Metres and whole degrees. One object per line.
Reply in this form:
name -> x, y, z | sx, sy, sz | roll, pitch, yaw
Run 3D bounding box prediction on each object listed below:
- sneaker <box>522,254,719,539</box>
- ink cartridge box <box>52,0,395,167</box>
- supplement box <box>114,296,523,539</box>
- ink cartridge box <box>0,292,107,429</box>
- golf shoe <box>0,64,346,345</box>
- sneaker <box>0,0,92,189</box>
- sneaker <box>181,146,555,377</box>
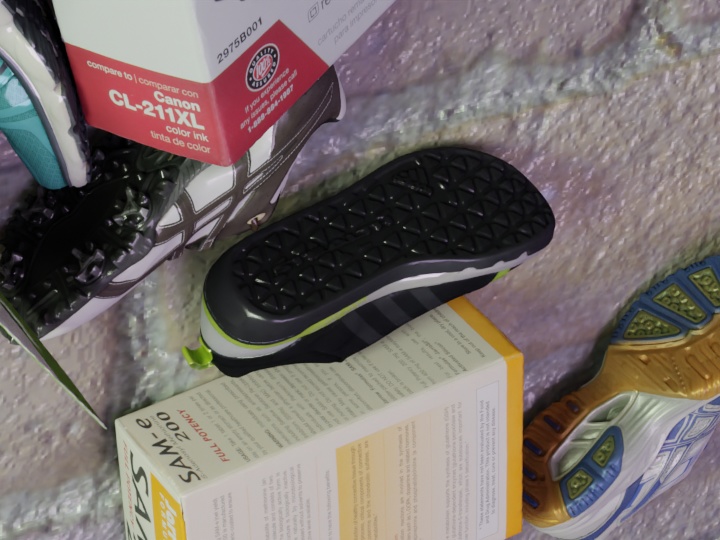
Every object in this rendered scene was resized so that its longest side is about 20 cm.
sneaker -> 0.167, 0.070, 1.633 | 0.200, 0.075, 0.088 | -41, 148, 5
ink cartridge box -> -0.063, -0.168, 1.227 | 0.146, 0.083, 0.200 | -47, 143, -33
supplement box -> -0.018, 0.105, 1.505 | 0.200, 0.074, 0.126 | -21, 132, -24
ink cartridge box -> -0.211, 0.004, 1.230 | 0.076, 0.148, 0.200 | -43, 137, -1
golf shoe -> -0.082, -0.031, 1.355 | 0.200, 0.078, 0.094 | -45, 138, 3
sneaker -> -0.177, -0.103, 1.248 | 0.080, 0.078, 0.200 | -28, 133, 10
sneaker -> 0.000, 0.000, 1.463 | 0.200, 0.072, 0.083 | -17, 154, -26
